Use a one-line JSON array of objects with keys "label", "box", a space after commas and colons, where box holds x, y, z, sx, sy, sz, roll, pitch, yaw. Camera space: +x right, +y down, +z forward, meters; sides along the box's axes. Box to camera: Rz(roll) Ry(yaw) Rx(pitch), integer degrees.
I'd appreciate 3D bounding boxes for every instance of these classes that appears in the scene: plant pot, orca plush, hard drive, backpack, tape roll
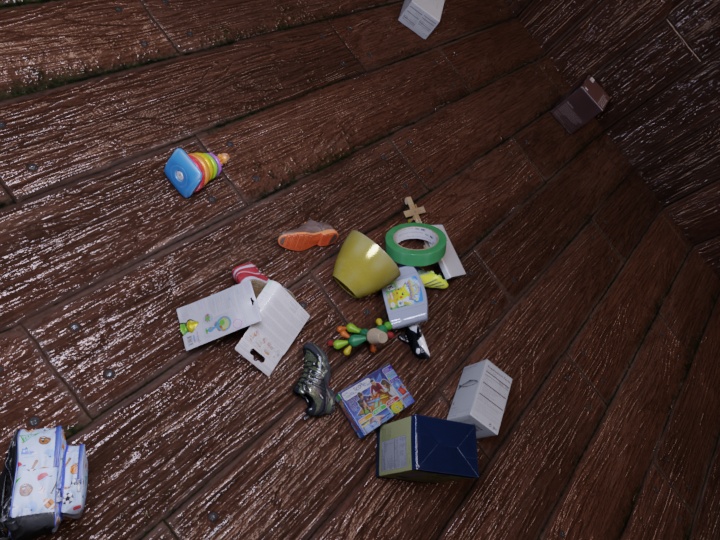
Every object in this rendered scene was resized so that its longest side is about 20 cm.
[{"label": "plant pot", "box": [0.000, 0.000, 1.520, 0.200, 0.200, 0.142, 43, 80, -6]}, {"label": "orca plush", "box": [0.148, 0.187, 1.577, 0.071, 0.105, 0.201, -17, 78, -4]}, {"label": "hard drive", "box": [0.295, -0.067, 1.792, 0.132, 0.027, 0.201, -8, 70, -54]}, {"label": "backpack", "box": [-0.596, 0.392, 0.956, 0.154, 0.200, 0.191, -1, 61, -37]}, {"label": "tape roll", "box": [0.181, -0.088, 1.668, 0.200, 0.048, 0.201, -1, 36, 1]}]

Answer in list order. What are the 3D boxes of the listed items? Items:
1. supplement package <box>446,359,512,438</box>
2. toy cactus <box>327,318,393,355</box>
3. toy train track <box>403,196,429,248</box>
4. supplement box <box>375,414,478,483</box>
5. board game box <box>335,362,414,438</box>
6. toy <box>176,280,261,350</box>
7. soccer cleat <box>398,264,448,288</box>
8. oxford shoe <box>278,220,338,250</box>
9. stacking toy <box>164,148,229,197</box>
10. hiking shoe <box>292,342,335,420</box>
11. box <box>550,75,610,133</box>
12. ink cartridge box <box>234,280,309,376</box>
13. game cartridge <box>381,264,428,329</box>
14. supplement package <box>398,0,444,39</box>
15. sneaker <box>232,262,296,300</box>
[{"label": "supplement package", "box": [0.371, 0.400, 1.577, 0.117, 0.117, 0.200, 37, 53, -11]}, {"label": "toy cactus", "box": [0.021, 0.194, 1.444, 0.199, 0.165, 0.103, -4, 90, -27]}, {"label": "toy train track", "box": [0.200, -0.164, 1.805, 0.114, 0.032, 0.201, -18, 83, -43]}, {"label": "supplement box", "box": [0.174, 0.485, 1.362, 0.199, 0.200, 0.135, 17, 58, -24]}, {"label": "board game box", "box": [0.042, 0.363, 1.431, 0.200, 0.034, 0.136, -21, 69, -37]}, {"label": "toy", "box": [-0.349, 0.116, 1.270, 0.199, 0.047, 0.115, -21, 68, -3]}, {"label": "soccer cleat", "box": [0.206, 0.032, 1.703, 0.200, 0.065, 0.084, 22, 87, -26]}, {"label": "oxford shoe", "box": [-0.167, -0.110, 1.540, 0.199, 0.071, 0.073, -7, 51, -38]}, {"label": "stacking toy", "box": [-0.442, -0.295, 1.445, 0.110, 0.116, 0.200, 50, 38, -2]}, {"label": "hiking shoe", "box": [-0.132, 0.290, 1.350, 0.100, 0.076, 0.201, -5, 71, -36]}, {"label": "box", "box": [1.116, -0.841, 2.582, 0.164, 0.200, 0.166, 46, 53, -4]}, {"label": "ink cartridge box", "box": [-0.237, 0.152, 1.329, 0.200, 0.050, 0.161, -55, 138, -19]}, {"label": "game cartridge", "box": [0.137, 0.076, 1.578, 0.133, 0.041, 0.201, -15, 57, 1]}, {"label": "supplement package", "box": [0.278, -1.181, 2.292, 0.155, 0.111, 0.201, 27, 55, -18]}, {"label": "sneaker", "box": [-0.264, 0.045, 1.392, 0.112, 0.071, 0.200, 41, 4, 42]}]
